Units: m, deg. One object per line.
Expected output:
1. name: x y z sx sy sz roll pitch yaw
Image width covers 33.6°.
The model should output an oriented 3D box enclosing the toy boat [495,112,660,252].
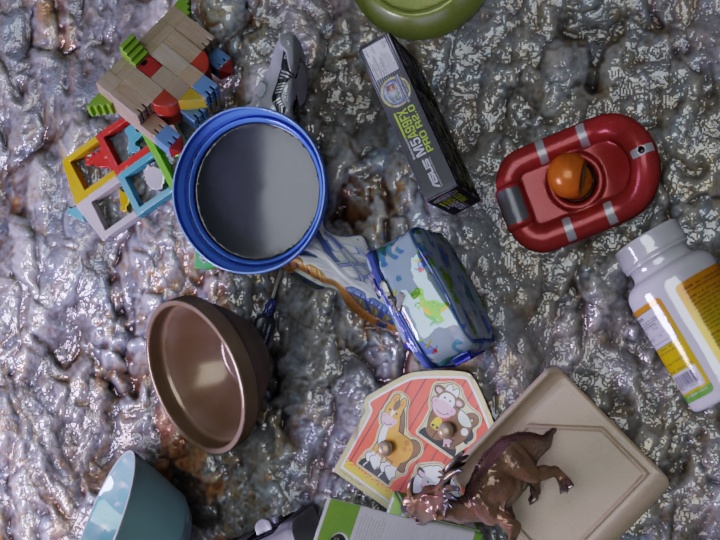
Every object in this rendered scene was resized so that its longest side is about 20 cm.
1. toy boat: 0.251 -0.107 1.394 0.198 0.131 0.132 -22 82 15

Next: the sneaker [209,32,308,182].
1. sneaker: -0.133 -0.203 1.512 0.113 0.075 0.203 4 87 14

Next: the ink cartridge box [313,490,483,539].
1. ink cartridge box: 0.026 0.340 1.414 0.197 0.076 0.150 17 100 -15

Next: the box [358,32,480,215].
1. box: 0.073 -0.172 1.435 0.044 0.160 0.202 -25 81 12

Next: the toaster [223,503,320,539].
1. toaster: -0.113 0.417 1.486 0.179 0.118 0.202 -25 81 15

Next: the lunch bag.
1. lunch bag: 0.088 0.037 1.400 0.082 0.200 0.162 -31 80 13

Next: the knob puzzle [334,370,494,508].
1. knob puzzle: 0.084 0.214 1.482 0.216 0.030 0.223 -1 87 17

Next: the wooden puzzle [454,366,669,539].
1. wooden puzzle: 0.238 0.247 1.429 0.200 0.037 0.185 45 94 9

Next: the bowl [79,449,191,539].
1. bowl: -0.285 0.342 1.519 0.104 0.201 0.203 25 96 -17

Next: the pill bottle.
1. pill bottle: 0.376 0.048 1.359 0.110 0.111 0.202 -32 79 13

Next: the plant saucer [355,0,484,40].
1. plant saucer: 0.075 -0.396 1.512 0.197 0.031 0.203 -1 88 16

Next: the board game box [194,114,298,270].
1. board game box: -0.149 -0.103 1.558 0.132 0.029 0.203 -1 83 17

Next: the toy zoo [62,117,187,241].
1. toy zoo: -0.323 -0.132 1.624 0.199 0.020 0.132 -32 79 13

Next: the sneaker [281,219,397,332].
1. sneaker: 0.000 0.000 1.494 0.199 0.075 0.089 32 67 1

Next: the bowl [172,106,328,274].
1. bowl: -0.132 -0.097 1.458 0.197 0.039 0.204 0 91 15

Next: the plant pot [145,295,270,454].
1. plant pot: -0.178 0.122 1.513 0.199 0.092 0.204 20 119 41

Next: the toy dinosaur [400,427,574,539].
1. toy dinosaur: 0.153 0.234 1.355 0.136 0.086 0.200 46 76 -9

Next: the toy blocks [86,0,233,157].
1. toy blocks: -0.242 -0.245 1.560 0.136 0.100 0.200 37 74 12

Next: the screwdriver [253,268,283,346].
1. screwdriver: -0.107 0.022 1.556 0.029 0.028 0.203 22 87 -13
